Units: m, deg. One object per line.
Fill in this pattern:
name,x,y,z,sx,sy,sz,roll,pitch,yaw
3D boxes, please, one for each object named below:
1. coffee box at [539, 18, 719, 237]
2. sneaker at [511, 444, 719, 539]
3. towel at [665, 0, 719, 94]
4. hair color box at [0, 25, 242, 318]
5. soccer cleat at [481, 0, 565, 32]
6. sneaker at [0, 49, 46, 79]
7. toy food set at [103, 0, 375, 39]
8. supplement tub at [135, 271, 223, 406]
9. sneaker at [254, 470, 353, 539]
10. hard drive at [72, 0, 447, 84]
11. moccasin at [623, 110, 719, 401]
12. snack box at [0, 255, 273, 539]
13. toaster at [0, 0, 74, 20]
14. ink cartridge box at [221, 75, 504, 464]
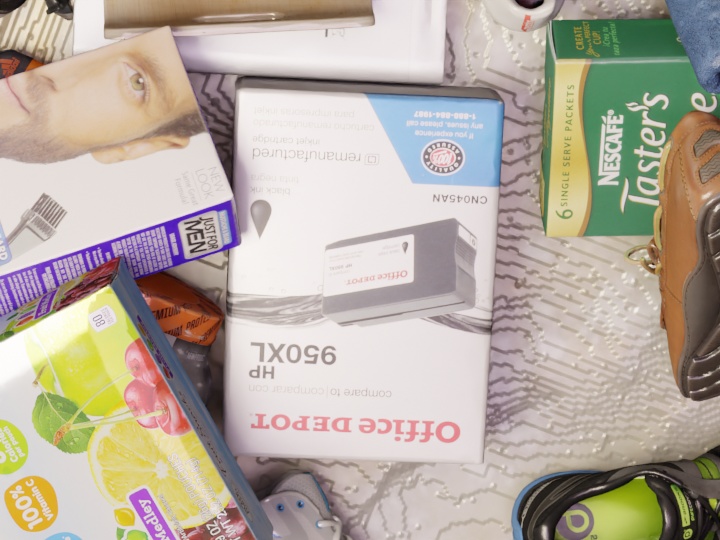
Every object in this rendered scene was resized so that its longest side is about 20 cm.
coffee box,0.197,-0.076,1.445,0.200,0.044,0.123,0,129,-2
sneaker,0.183,0.133,1.480,0.200,0.083,0.071,-10,99,0
towel,0.200,-0.192,1.398,0.112,0.049,0.200,-18,64,8
hair color box,-0.172,-0.039,1.376,0.200,0.065,0.109,-18,66,-8
soccer cleat,0.083,-0.225,1.424,0.069,0.085,0.200,-4,99,-1
sneaker,-0.231,-0.035,1.457,0.112,0.078,0.200,41,85,-3
toy food set,-0.070,-0.222,1.407,0.143,0.060,0.200,-4,89,-2
supplement tub,-0.159,0.091,1.446,0.123,0.123,0.200,26,98,-5
sneaker,-0.026,0.159,1.487,0.200,0.075,0.087,21,92,-5
hard drive,-0.052,-0.171,1.453,0.200,0.027,0.132,3,92,-2
moccasin,0.184,-0.004,1.431,0.074,0.078,0.201,-22,141,-3
snack box,-0.169,0.115,1.350,0.200,0.068,0.169,-28,103,7
toaster,-0.254,-0.184,1.377,0.119,0.181,0.200,-29,97,6
ink cartridge box,0.000,0.000,1.455,0.145,0.084,0.200,2,99,-2
